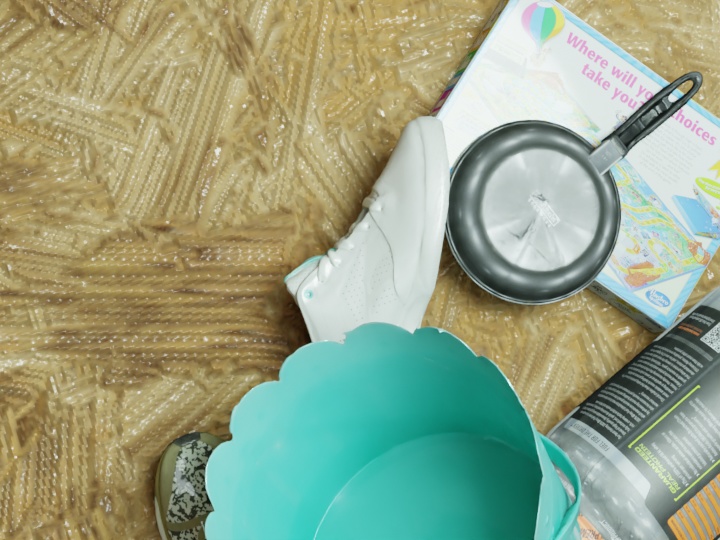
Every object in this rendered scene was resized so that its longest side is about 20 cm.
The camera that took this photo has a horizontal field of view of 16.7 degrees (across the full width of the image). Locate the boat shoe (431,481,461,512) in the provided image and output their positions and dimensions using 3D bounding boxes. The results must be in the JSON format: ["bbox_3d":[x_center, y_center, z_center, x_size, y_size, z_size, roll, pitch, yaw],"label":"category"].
[{"bbox_3d":[0.070,0.225,1.503,0.075,0.060,0.201,-18,90,-13],"label":"boat shoe"}]

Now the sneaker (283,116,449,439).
[{"bbox_3d":[0.000,0.000,1.488,0.088,0.075,0.201,13,97,-3],"label":"sneaker"}]

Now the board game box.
[{"bbox_3d":[0.145,-0.071,1.555,0.200,0.034,0.135,35,80,-8],"label":"board game box"}]

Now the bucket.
[{"bbox_3d":[0.027,0.145,1.394,0.206,0.135,0.208,-9,61,16],"label":"bucket"}]

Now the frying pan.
[{"bbox_3d":[0.143,-0.047,1.523,0.189,0.031,0.116,-16,91,-10],"label":"frying pan"}]

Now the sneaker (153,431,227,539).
[{"bbox_3d":[-0.064,0.190,1.462,0.077,0.089,0.201,-21,90,-13],"label":"sneaker"}]

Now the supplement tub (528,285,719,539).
[{"bbox_3d":[0.194,0.111,1.508,0.200,0.123,0.123,-39,94,-13],"label":"supplement tub"}]
